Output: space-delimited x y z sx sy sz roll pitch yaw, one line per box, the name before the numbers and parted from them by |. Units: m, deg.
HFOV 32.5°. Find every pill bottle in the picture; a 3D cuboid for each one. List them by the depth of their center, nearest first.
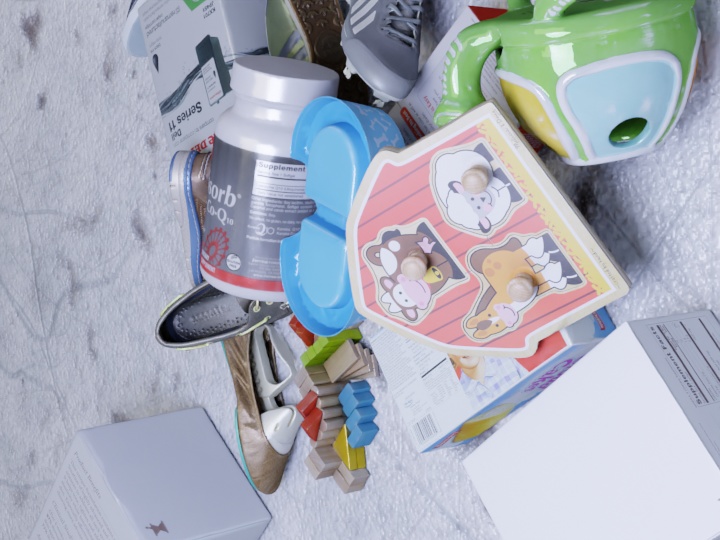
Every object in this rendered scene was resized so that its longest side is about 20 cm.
pill bottle | -0.078 -0.083 1.107 0.116 0.115 0.201 27 116 42

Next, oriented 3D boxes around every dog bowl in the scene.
dog bowl | -0.012 -0.045 1.025 0.111 0.049 0.201 30 120 47

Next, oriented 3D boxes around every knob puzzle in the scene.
knob puzzle | 0.070 -0.007 0.924 0.218 0.030 0.221 10 123 15

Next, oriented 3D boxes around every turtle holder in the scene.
turtle holder | 0.157 -0.144 0.889 0.141 0.185 0.133 17 123 58

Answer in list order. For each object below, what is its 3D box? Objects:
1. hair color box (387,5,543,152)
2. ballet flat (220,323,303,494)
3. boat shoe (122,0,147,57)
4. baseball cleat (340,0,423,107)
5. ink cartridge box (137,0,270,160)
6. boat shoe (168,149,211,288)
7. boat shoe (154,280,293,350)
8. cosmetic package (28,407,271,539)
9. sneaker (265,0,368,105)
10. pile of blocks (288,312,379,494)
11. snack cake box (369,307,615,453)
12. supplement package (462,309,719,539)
hair color box | 0.083 -0.112 1.053 0.200 0.064 0.111 -51 61 35
ballet flat | -0.095 0.126 1.270 0.072 0.068 0.201 -18 76 27
boat shoe | -0.212 -0.334 1.347 0.201 0.071 0.091 -53 56 27
baseball cleat | 0.029 -0.229 1.049 0.107 0.069 0.201 -50 30 31
ink cartridge box | -0.141 -0.204 1.267 0.146 0.083 0.201 -24 76 45
boat shoe | -0.139 -0.034 1.254 0.072 0.073 0.201 3 138 13
boat shoe | -0.113 0.027 1.221 0.201 0.060 0.072 -25 94 17
cosmetic package | -0.235 0.286 1.347 0.168 0.166 0.201 52 128 30
sneaker | -0.046 -0.197 1.190 0.090 0.067 0.202 -179 75 -68
pile of blocks | -0.029 0.116 1.190 0.082 0.062 0.201 -15 83 46
snack cake box | 0.106 0.057 1.039 0.200 0.067 0.116 -42 63 40
supplement package | 0.201 0.150 0.914 0.200 0.110 0.156 -47 61 37
